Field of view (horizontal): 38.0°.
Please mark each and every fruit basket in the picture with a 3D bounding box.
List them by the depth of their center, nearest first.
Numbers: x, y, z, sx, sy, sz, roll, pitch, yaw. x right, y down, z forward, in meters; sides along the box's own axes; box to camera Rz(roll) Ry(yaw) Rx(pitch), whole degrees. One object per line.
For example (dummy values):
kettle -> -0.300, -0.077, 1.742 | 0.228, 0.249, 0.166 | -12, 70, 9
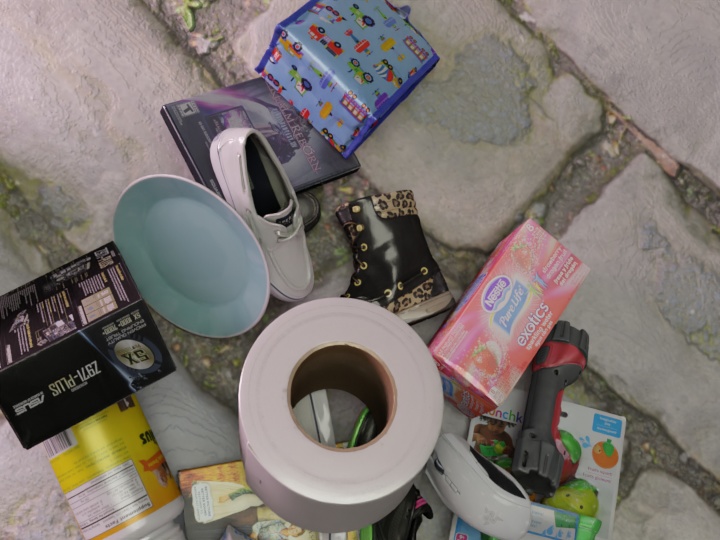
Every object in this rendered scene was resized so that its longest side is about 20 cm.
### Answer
fruit basket -> 0.204, 0.237, 1.177 | 0.182, 0.094, 0.203 | 15, 71, 1

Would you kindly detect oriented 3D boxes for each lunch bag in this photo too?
lunch bag -> 0.001, -0.258, 1.215 | 0.150, 0.094, 0.200 | 43, 57, -2

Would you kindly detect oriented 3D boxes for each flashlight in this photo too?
flashlight -> 0.213, 0.154, 1.167 | 0.066, 0.069, 0.202 | 9, 53, 11

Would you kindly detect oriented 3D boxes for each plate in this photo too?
plate -> -0.179, -0.017, 1.122 | 0.199, 0.201, 0.026 | 39, 42, -1

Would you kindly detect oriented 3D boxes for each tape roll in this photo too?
tape roll -> -0.024, 0.147, 1.042 | 0.198, 0.140, 0.206 | 3, 65, -6

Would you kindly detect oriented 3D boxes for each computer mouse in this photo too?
computer mouse -> 0.099, 0.215, 1.124 | 0.199, 0.043, 0.111 | 36, 116, 33

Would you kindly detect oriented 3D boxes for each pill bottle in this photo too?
pill bottle -> -0.256, 0.219, 1.096 | 0.108, 0.109, 0.203 | -25, 87, -12

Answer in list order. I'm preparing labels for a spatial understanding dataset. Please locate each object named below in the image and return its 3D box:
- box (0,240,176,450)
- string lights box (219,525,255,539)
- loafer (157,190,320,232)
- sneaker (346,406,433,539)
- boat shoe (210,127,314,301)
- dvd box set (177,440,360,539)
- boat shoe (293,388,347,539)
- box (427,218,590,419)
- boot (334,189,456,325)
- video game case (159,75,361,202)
box -> -0.292, 0.068, 1.060 | 0.162, 0.200, 0.087 | -28, 115, -12
string lights box -> -0.145, 0.385, 1.093 | 0.102, 0.059, 0.202 | 30, 89, -11
loafer -> -0.139, -0.063, 1.176 | 0.196, 0.072, 0.074 | -7, 82, -11
sneaker -> 0.037, 0.244, 1.132 | 0.082, 0.077, 0.204 | -12, 85, 19
boat shoe -> -0.095, -0.055, 1.102 | 0.073, 0.065, 0.202 | -39, 113, -30
dvd box set -> -0.095, 0.278, 1.154 | 0.196, 0.029, 0.149 | -7, 83, -10
boat shoe -> -0.054, 0.219, 1.118 | 0.064, 0.072, 0.204 | -8, 75, -6
box -> 0.158, 0.056, 1.181 | 0.094, 0.103, 0.201 | 38, 71, -1
boot -> 0.000, 0.000, 1.189 | 0.196, 0.073, 0.153 | -15, 84, -13
video game case -> -0.109, -0.147, 1.177 | 0.198, 0.019, 0.144 | -24, 80, -34
